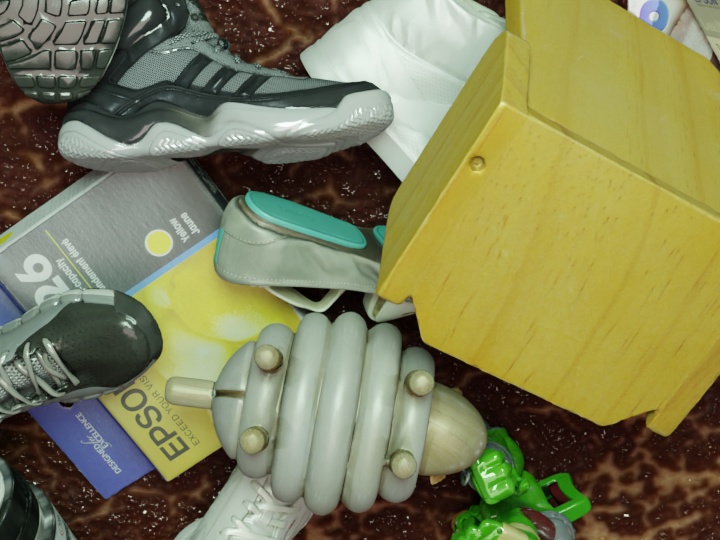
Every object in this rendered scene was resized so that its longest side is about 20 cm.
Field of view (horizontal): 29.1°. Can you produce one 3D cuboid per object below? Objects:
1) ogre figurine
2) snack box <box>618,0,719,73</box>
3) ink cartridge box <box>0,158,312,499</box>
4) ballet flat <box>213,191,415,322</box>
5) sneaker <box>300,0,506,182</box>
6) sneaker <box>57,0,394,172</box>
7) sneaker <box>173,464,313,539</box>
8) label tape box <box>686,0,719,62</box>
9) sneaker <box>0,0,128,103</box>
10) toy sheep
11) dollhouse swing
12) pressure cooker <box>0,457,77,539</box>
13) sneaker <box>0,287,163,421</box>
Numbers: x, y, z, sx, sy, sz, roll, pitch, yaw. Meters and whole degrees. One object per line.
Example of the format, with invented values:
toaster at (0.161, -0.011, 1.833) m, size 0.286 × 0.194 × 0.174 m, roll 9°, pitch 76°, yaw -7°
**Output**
ogre figurine at (0.114, 0.188, 0.946) m, size 0.098 × 0.120 × 0.200 m, roll -40°, pitch 107°, yaw 14°
snack box at (0.199, -0.111, 0.895) m, size 0.072 × 0.024 × 0.200 m, roll -1°, pitch 110°, yaw -6°
ink cartridge box at (-0.148, 0.038, 0.910) m, size 0.200 × 0.047 × 0.198 m, roll -35°, pitch 110°, yaw 5°
ballet flat at (0.000, 0.000, 0.887) m, size 0.200 × 0.067 × 0.064 m, roll 13°, pitch 113°, yaw -24°
sneaker at (0.071, -0.096, 0.864) m, size 0.116 × 0.074 × 0.200 m, roll -40°, pitch 107°, yaw 13°
sneaker at (-0.082, -0.122, 0.815) m, size 0.200 × 0.075 × 0.114 m, roll -4°, pitch 83°, yaw 7°
sneaker at (-0.063, 0.170, 0.935) m, size 0.075 × 0.100 × 0.200 m, roll 31°, pitch 103°, yaw -14°
label tape box at (0.277, -0.184, 0.839) m, size 0.143 × 0.066 × 0.200 m, roll -36°, pitch 110°, yaw -3°
sneaker at (-0.173, -0.197, 0.795) m, size 0.076 × 0.088 × 0.200 m, roll -3°, pitch 100°, yaw -9°
toy sheep at (-0.021, 0.086, 0.849) m, size 0.200 × 0.138 × 0.138 m, roll 14°, pitch 108°, yaw 1°
dollhouse swing at (0.125, -0.048, 0.813) m, size 0.200 × 0.176 × 0.182 m, roll 25°, pitch 114°, yaw -18°
pressure cooker at (-0.267, 0.212, 0.878) m, size 0.176 × 0.179 × 0.200 m, roll -4°, pitch 125°, yaw 30°
sneaker at (-0.219, 0.080, 0.846) m, size 0.200 × 0.116 × 0.075 m, roll -14°, pitch 118°, yaw 28°
